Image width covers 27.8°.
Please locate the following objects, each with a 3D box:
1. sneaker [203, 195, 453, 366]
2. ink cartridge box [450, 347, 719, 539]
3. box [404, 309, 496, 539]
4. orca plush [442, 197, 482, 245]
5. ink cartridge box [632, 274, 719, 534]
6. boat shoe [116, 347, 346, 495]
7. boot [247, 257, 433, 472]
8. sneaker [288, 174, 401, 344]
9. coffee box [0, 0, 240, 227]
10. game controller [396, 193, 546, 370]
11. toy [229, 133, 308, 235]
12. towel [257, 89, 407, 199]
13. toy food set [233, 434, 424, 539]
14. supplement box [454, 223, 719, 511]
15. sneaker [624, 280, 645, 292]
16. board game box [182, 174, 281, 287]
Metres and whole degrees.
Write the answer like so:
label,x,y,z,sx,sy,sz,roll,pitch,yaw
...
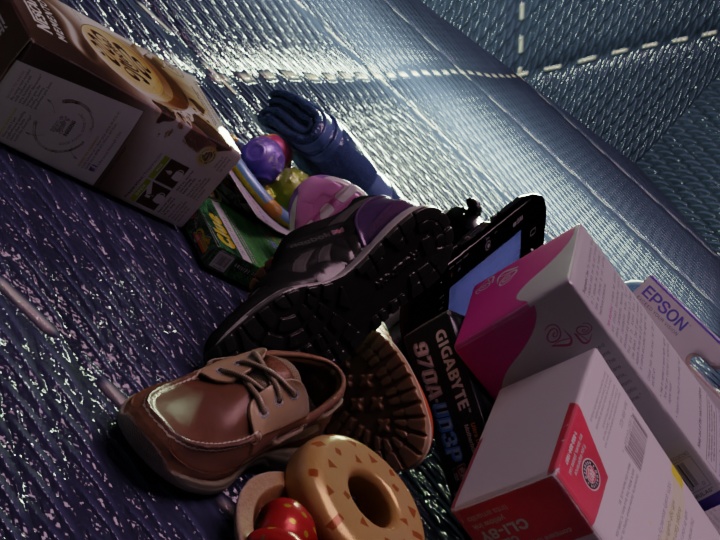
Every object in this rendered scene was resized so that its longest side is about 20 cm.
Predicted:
label,x,y,z,sx,sy,sz,roll,pitch,yaw
sneaker,-0.035,0.014,0.988,0.087,0.200,0.076,23,-43,46
ink cartridge box,0.160,0.177,0.952,0.200,0.083,0.145,54,31,-14
box,0.116,0.140,1.062,0.159,0.046,0.200,24,42,-50
orca plush,0.107,-0.007,1.558,0.200,0.071,0.105,-115,-163,-46
ink cartridge box,0.231,0.140,1.165,0.198,0.200,0.043,47,-4,16
boat shoe,-0.069,0.076,0.845,0.076,0.072,0.200,46,16,14
boot,0.007,0.072,1.047,0.107,0.075,0.200,31,17,-49
sneaker,0.000,0.000,1.182,0.200,0.080,0.088,54,-1,-30
coffee box,-0.197,-0.125,1.059,0.200,0.080,0.113,26,22,-44
game controller,0.091,0.014,1.151,0.042,0.105,0.200,28,41,23
toy,-0.070,-0.080,1.230,0.115,0.047,0.200,53,5,17
towel,-0.004,-0.077,1.297,0.200,0.049,0.112,48,-7,-36
toy food set,0.014,0.181,0.804,0.198,0.049,0.200,46,16,11
supplement box,0.170,0.084,1.048,0.200,0.101,0.103,52,26,-15
sneaker,0.218,0.108,1.271,0.079,0.200,0.131,21,1,19
board game box,-0.112,-0.050,1.172,0.105,0.023,0.200,32,18,-40
